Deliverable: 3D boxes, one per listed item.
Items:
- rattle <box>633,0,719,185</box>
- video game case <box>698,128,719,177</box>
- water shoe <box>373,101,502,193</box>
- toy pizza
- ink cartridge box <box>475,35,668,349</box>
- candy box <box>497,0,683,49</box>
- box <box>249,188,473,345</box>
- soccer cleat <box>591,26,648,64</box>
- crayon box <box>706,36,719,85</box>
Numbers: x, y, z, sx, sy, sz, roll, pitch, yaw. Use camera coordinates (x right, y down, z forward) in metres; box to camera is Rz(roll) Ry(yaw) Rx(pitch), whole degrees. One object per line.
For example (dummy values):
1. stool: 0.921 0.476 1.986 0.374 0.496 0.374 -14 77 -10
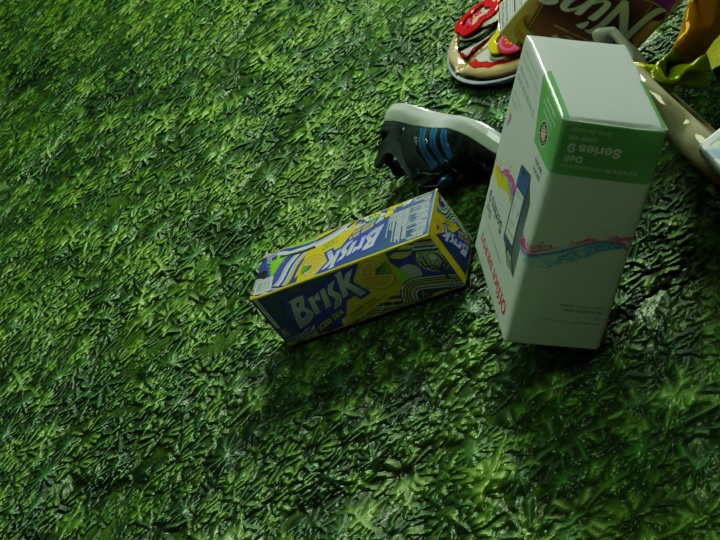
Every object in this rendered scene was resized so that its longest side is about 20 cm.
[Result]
1. rattle: 0.297 -0.126 1.220 0.143 0.130 0.200 -36 32 4
2. video game case: 0.376 -0.087 1.113 0.200 0.022 0.183 -38 59 2
3. water shoe: 0.089 -0.107 1.498 0.200 0.071 0.079 22 93 54
4. toy pizza: 0.172 -0.271 1.634 0.200 0.032 0.201 -27 33 19
5. ink cartridge box: 0.159 -0.060 1.215 0.087 0.201 0.146 4 33 -9
6. candy box: 0.231 -0.268 1.424 0.200 0.116 0.057 -47 23 35
7. box: 0.000 0.000 1.430 0.199 0.070 0.064 -19 35 30
8. soccer cleat: 0.191 -0.131 1.381 0.070 0.086 0.200 -1 48 46
9. crayon box: 0.361 -0.240 1.376 0.127 0.051 0.200 -26 34 21
